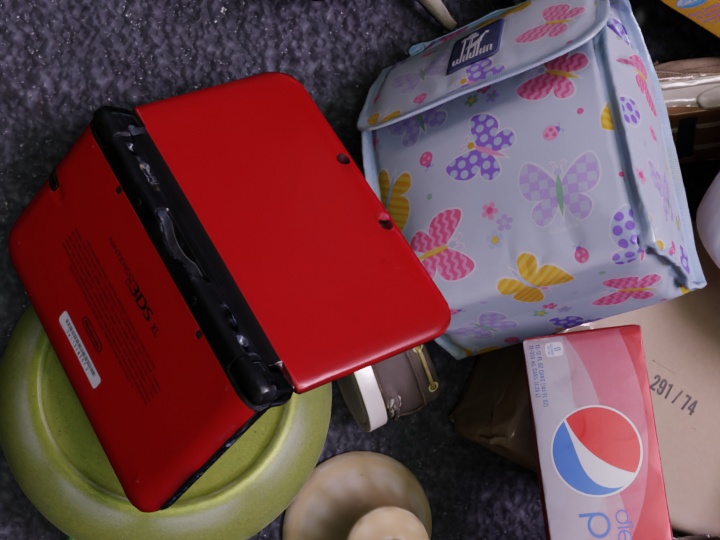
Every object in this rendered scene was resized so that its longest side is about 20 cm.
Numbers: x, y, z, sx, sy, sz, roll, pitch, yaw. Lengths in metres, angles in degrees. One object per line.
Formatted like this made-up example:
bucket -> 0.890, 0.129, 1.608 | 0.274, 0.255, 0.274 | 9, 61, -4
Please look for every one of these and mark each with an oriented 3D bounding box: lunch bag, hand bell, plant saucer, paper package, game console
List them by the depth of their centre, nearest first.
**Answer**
game console -> -0.081, 0.006, 0.691 | 0.119, 0.172, 0.200 | 3, 48, -52
hand bell -> 0.028, 0.172, 0.717 | 0.104, 0.200, 0.104 | 0, 90, -17
plant saucer -> -0.115, 0.068, 0.722 | 0.199, 0.031, 0.201 | 2, 71, -7
lunch bag -> 0.091, -0.069, 0.726 | 0.127, 0.169, 0.201 | 31, 48, -53
paper package -> 0.192, 0.065, 0.816 | 0.200, 0.103, 0.191 | 27, 83, -15

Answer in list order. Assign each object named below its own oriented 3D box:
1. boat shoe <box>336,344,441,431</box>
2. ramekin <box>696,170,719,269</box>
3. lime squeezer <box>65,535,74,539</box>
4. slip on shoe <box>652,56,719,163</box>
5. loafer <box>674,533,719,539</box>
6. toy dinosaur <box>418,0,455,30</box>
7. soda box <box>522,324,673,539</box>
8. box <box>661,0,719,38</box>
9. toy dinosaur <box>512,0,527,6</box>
boat shoe -> 0.000, 0.000, 0.773 | 0.059, 0.072, 0.201 | -19, 101, -16
ramekin -> 0.302, -0.017, 0.739 | 0.200, 0.201, 0.098 | 26, 117, -16
lime squeezer -> -0.118, 0.090, 0.756 | 0.200, 0.038, 0.071 | -39, 101, -14
slip on shoe -> 0.198, -0.112, 0.832 | 0.199, 0.076, 0.061 | -7, 50, 1
loafer -> 0.217, 0.186, 0.742 | 0.199, 0.073, 0.071 | -3, 137, -5
toy dinosaur -> -0.022, -0.187, 0.750 | 0.199, 0.088, 0.048 | 6, 78, -16
soda box -> 0.138, 0.134, 0.690 | 0.070, 0.063, 0.201 | -9, 83, 9
box -> 0.261, -0.198, 0.785 | 0.200, 0.041, 0.119 | 22, 70, -26
toy dinosaur -> 0.106, -0.205, 0.802 | 0.200, 0.047, 0.088 | 35, 50, -29
